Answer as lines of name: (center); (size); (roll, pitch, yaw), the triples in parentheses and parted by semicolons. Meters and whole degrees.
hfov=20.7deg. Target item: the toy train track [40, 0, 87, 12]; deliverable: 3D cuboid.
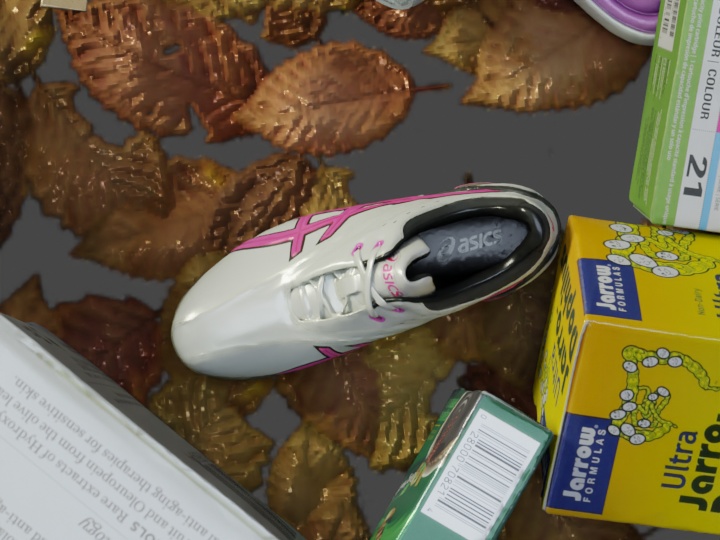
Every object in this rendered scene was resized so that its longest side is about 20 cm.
toy train track: (-0.104, -0.178, 1.008); (0.200, 0.033, 0.115); (6, 78, -8)

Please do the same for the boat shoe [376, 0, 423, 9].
boat shoe: (-0.014, -0.220, 0.981); (0.067, 0.074, 0.200); (-34, 78, -25)

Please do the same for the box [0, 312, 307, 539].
box: (-0.142, 0.140, 0.896); (0.200, 0.199, 0.171); (38, 85, 2)

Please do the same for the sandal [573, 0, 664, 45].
sandal: (0.095, -0.193, 1.005); (0.203, 0.050, 0.082); (32, 85, 1)

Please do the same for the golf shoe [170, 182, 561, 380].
golf shoe: (0.000, 0.000, 0.967); (0.200, 0.092, 0.073); (-20, 88, -2)

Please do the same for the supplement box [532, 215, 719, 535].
supplement box: (0.190, 0.055, 0.942); (0.200, 0.109, 0.110); (7, 118, -2)

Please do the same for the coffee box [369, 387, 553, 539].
coffee box: (0.019, 0.151, 0.941); (0.044, 0.123, 0.200); (30, 87, -1)

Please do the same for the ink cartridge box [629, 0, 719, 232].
ink cartridge box: (0.246, -0.086, 0.974); (0.200, 0.076, 0.148); (8, 100, -2)
